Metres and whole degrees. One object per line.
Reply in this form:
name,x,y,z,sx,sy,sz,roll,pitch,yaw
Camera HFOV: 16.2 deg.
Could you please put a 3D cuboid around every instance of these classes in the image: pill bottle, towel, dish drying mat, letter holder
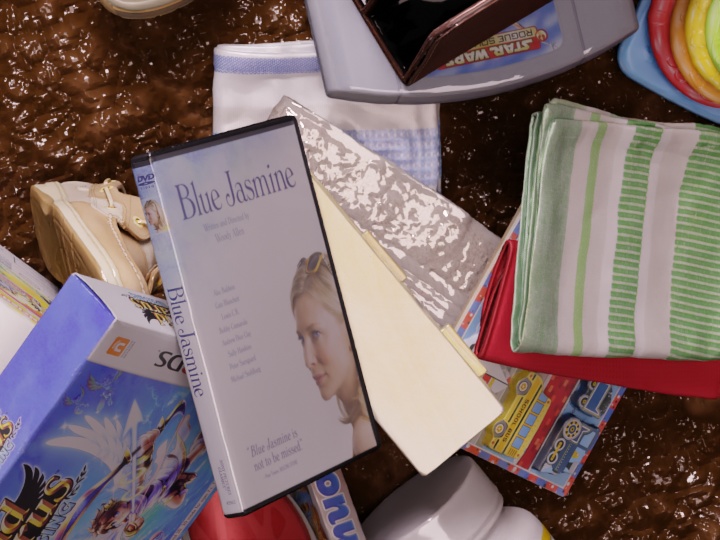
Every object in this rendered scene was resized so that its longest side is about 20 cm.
pill bottle,0.091,0.221,1.588,0.114,0.114,0.200,-38,102,-2
towel,0.000,0.000,1.559,0.200,0.034,0.133,33,92,-12
towel,-0.018,-0.047,1.578,0.146,0.024,0.201,-2,99,-8
towel,0.179,-0.021,1.562,0.200,0.023,0.153,5,90,-37
dish drying mat,0.157,0.032,1.581,0.200,0.018,0.077,11,98,-35
letter holder,0.094,-0.209,1.470,0.200,0.142,0.101,-31,89,-9

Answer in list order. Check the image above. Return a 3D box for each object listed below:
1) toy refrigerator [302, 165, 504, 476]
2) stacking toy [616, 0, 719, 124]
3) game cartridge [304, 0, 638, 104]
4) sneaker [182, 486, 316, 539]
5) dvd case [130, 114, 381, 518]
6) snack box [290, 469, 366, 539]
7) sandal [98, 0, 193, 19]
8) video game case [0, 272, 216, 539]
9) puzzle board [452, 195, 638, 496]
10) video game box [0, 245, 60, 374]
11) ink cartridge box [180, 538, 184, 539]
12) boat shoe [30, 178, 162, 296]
toy refrigerator,-0.001,0.020,1.497,0.070,0.076,0.200,-39,93,2
stacking toy,0.242,-0.145,1.516,0.110,0.200,0.116,24,93,-12
game cartridge,0.066,-0.173,1.551,0.199,0.042,0.134,-13,82,-9
sneaker,-0.041,0.205,1.478,0.078,0.116,0.200,-28,105,-7
dvd case,-0.054,0.021,1.396,0.018,0.143,0.201,-12,95,35
snack box,-0.020,0.156,1.550,0.024,0.072,0.200,-17,82,-16
sandal,-0.080,-0.227,1.511,0.200,0.054,0.080,-33,67,-6
video game case,-0.147,0.107,1.406,0.200,0.045,0.181,-54,147,12
puzzle board,0.129,0.033,1.583,0.151,0.017,0.200,27,93,-40
video game box,-0.243,-0.002,1.465,0.200,0.182,0.047,38,91,-12
ink cartridge box,-0.148,0.212,1.560,0.146,0.084,0.200,44,88,-13
boat shoe,-0.143,-0.016,1.474,0.069,0.200,0.074,-14,112,-13
